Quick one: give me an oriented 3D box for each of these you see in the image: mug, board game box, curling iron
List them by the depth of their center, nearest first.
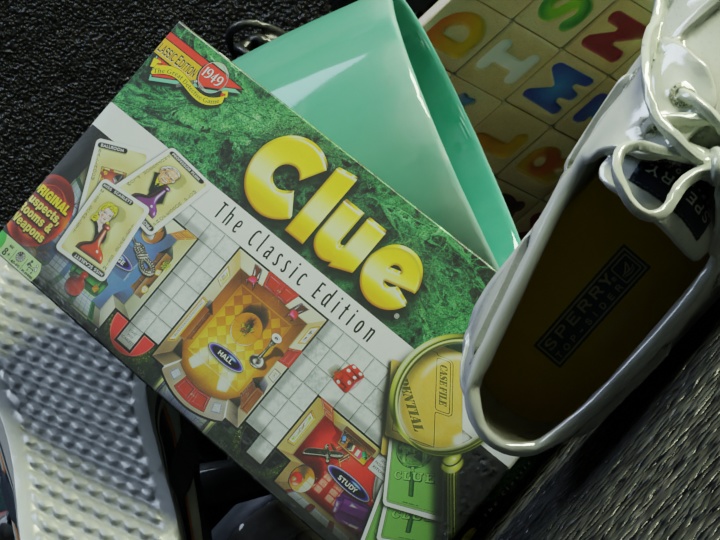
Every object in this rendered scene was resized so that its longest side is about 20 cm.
[{"bbox_3d":[-0.023,0.012,0.848,0.105,0.200,0.023,-49,-24,-6],"label":"board game box"},{"bbox_3d":[-0.001,0.000,0.953,0.114,0.186,0.152,-23,24,8],"label":"mug"},{"bbox_3d":[-0.093,0.094,0.995,0.199,0.026,0.049,-21,-25,37],"label":"curling iron"}]

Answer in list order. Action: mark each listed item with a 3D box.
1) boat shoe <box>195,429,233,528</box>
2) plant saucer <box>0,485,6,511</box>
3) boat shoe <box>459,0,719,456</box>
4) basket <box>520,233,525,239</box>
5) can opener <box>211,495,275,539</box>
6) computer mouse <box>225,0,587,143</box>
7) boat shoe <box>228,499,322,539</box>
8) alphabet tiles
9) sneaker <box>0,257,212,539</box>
[{"bbox_3d":[-0.092,0.117,1.259,0.201,0.074,0.063,86,-170,-52],"label":"boat shoe"},{"bbox_3d":[-0.151,0.194,1.145,0.201,0.038,0.203,-14,74,57],"label":"plant saucer"},{"bbox_3d":[0.091,-0.028,0.716,0.202,0.074,0.086,-51,1,17],"label":"boat shoe"},{"bbox_3d":[0.012,-0.016,1.193,0.200,0.180,0.137,-39,42,21],"label":"basket"},{"bbox_3d":[-0.070,0.156,1.161,0.200,0.079,0.063,-46,-36,13],"label":"can opener"},{"bbox_3d":[0.051,-0.101,1.031,0.200,0.140,0.046,-41,31,30],"label":"computer mouse"},{"bbox_3d":[-0.025,0.106,0.960,0.067,0.057,0.200,-50,3,-5],"label":"boat shoe"},{"bbox_3d":[0.068,-0.066,1.051,0.200,0.167,0.008,-41,50,23],"label":"alphabet tiles"},{"bbox_3d":[-0.097,0.063,0.924,0.080,0.078,0.201,82,-179,-48],"label":"sneaker"}]
